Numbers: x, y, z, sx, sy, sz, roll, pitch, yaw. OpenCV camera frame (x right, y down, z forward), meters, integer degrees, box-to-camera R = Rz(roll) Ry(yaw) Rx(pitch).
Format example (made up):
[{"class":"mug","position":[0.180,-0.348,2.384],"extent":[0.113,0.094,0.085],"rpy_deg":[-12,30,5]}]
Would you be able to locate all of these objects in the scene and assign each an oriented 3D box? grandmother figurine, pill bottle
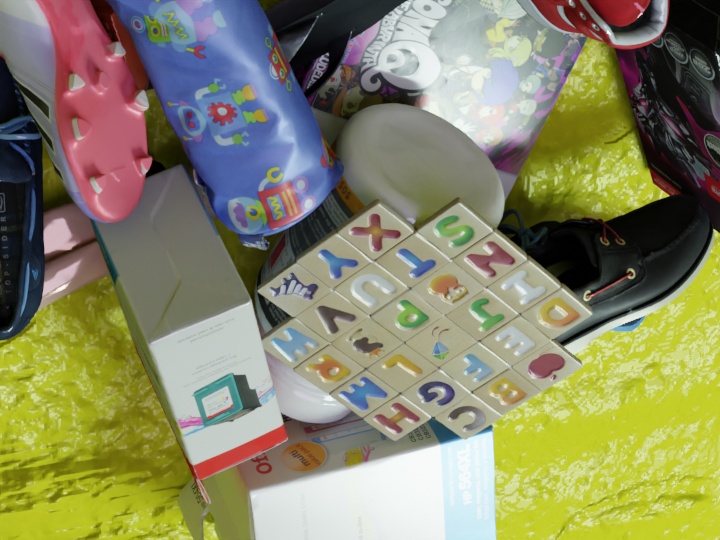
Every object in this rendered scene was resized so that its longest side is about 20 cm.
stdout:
[{"class":"grandmother figurine","position":[-0.152,-0.025,1.165],"extent":[0.199,0.061,0.122],"rpy_deg":[-26,133,-3]},{"class":"pill bottle","position":[0.000,0.000,1.179],"extent":[0.115,0.117,0.200],"rpy_deg":[11,133,-26]}]

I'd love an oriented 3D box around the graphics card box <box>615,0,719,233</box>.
[{"class":"graphics card box","position":[0.228,-0.108,1.207],"extent":[0.051,0.125,0.201],"rpy_deg":[-34,135,-11]}]

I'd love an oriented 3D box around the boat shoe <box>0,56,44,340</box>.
[{"class":"boat shoe","position":[-0.214,-0.059,1.084],"extent":[0.083,0.069,0.202],"rpy_deg":[-14,102,-9]}]

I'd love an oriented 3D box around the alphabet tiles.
[{"class":"alphabet tiles","position":[0.040,0.035,1.131],"extent":[0.166,0.006,0.200],"rpy_deg":[-35,128,25]}]

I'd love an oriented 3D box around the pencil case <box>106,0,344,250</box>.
[{"class":"pencil case","position":[-0.083,-0.112,1.047],"extent":[0.086,0.078,0.201],"rpy_deg":[-16,124,17]}]

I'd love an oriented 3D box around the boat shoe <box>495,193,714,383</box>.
[{"class":"boat shoe","position":[0.154,-0.001,1.211],"extent":[0.200,0.074,0.064],"rpy_deg":[-29,124,-22]}]

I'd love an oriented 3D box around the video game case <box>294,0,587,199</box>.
[{"class":"video game case","position":[0.057,-0.152,1.188],"extent":[0.180,0.036,0.201],"rpy_deg":[16,111,-30]}]

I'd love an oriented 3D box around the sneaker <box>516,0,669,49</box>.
[{"class":"sneaker","position":[0.107,-0.199,1.082],"extent":[0.200,0.112,0.072],"rpy_deg":[34,87,-38]}]

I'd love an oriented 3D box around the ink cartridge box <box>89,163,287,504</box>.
[{"class":"ink cartridge box","position":[-0.103,0.045,1.138],"extent":[0.067,0.117,0.201],"rpy_deg":[-23,146,-9]}]

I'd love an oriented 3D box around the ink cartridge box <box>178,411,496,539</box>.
[{"class":"ink cartridge box","position":[-0.021,0.149,1.270],"extent":[0.198,0.129,0.126],"rpy_deg":[-12,122,-16]}]

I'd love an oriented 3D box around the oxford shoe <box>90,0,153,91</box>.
[{"class":"oxford shoe","position":[-0.142,-0.201,1.075],"extent":[0.072,0.071,0.202],"rpy_deg":[-30,128,-36]}]

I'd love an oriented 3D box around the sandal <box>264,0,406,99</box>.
[{"class":"sandal","position":[-0.037,-0.133,1.104],"extent":[0.199,0.043,0.076],"rpy_deg":[-31,163,32]}]

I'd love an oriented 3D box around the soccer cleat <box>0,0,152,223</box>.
[{"class":"soccer cleat","position":[-0.179,-0.123,1.052],"extent":[0.067,0.076,0.202],"rpy_deg":[-29,105,-44]}]

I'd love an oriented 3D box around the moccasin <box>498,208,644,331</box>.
[{"class":"moccasin","position":[0.124,-0.006,1.283],"extent":[0.199,0.080,0.069],"rpy_deg":[5,112,-40]}]
